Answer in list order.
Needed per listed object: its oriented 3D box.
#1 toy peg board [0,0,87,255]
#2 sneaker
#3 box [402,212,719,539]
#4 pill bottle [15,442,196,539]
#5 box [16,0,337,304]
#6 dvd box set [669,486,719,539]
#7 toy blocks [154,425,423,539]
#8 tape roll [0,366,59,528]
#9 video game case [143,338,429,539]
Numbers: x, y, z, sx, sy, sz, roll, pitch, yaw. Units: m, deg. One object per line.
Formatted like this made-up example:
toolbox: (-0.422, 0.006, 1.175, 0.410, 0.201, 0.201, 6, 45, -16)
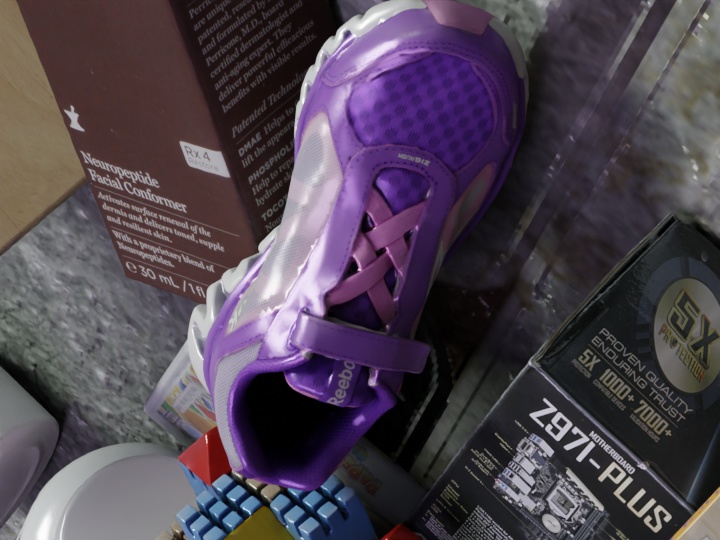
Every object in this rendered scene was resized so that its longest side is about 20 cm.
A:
toy peg board: (-0.241, -0.061, 1.049, 0.200, 0.199, 0.098, 48, 166, -1)
sneaker: (0.000, 0.000, 0.835, 0.080, 0.089, 0.200, 19, 124, -13)
box: (0.130, 0.105, 0.850, 0.200, 0.086, 0.164, 43, 151, 8)
pill bottle: (-0.110, 0.143, 1.153, 0.112, 0.112, 0.200, 47, 164, 1)
box: (-0.063, -0.080, 0.900, 0.100, 0.075, 0.200, 19, 138, 41)
dvd box set: (0.159, 0.120, 0.738, 0.146, 0.200, 0.029, 43, -173, 7)
toy blocks: (-0.018, 0.125, 0.922, 0.200, 0.100, 0.137, 32, 153, 45)
tape roll: (-0.251, 0.128, 1.267, 0.071, 0.202, 0.203, 43, 150, 9)
video game case: (-0.010, 0.098, 1.022, 0.182, 0.023, 0.200, 40, 165, -1)
